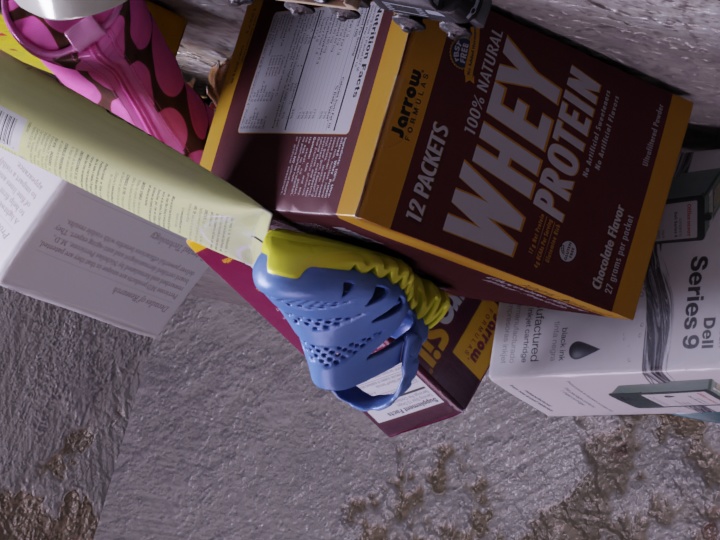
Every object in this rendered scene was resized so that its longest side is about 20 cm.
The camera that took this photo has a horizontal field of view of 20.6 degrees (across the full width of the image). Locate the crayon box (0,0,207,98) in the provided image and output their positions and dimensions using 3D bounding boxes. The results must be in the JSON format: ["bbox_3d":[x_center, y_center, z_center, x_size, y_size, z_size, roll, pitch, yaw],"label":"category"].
[{"bbox_3d":[-0.206,-0.167,1.303,0.200,0.051,0.127,22,172,-38],"label":"crayon box"}]

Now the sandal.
[{"bbox_3d":[-0.006,0.031,1.153,0.079,0.087,0.200,16,173,27],"label":"sandal"}]

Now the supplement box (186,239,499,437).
[{"bbox_3d":[0.000,0.000,1.305,0.200,0.110,0.086,44,144,-18],"label":"supplement box"}]

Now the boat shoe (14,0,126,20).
[{"bbox_3d":[-0.192,-0.186,1.057,0.072,0.061,0.201,-33,-143,-31],"label":"boat shoe"}]

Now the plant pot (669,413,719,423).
[{"bbox_3d":[0.243,0.035,1.419,0.200,0.135,0.200,11,-177,-1],"label":"plant pot"}]

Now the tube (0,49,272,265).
[{"bbox_3d":[-0.141,-0.063,1.134,0.200,0.052,0.058,28,-163,5],"label":"tube"}]

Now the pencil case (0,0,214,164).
[{"bbox_3d":[-0.144,-0.115,1.203,0.091,0.094,0.200,-21,149,7],"label":"pencil case"}]

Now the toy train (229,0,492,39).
[{"bbox_3d":[-0.027,-0.153,1.033,0.200,0.034,0.046,13,170,28],"label":"toy train"}]

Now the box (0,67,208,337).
[{"bbox_3d":[-0.237,-0.072,1.562,0.199,0.131,0.200,43,-169,34],"label":"box"}]

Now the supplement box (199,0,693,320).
[{"bbox_3d":[0.044,-0.068,1.156,0.197,0.133,0.200,20,174,-30],"label":"supplement box"}]

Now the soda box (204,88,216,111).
[{"bbox_3d":[-0.063,-0.084,1.606,0.063,0.071,0.200,14,174,27],"label":"soda box"}]

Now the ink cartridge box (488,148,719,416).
[{"bbox_3d":[0.191,0.007,1.209,0.200,0.146,0.084,-6,155,36],"label":"ink cartridge box"}]

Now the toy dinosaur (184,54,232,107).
[{"bbox_3d":[-0.091,-0.085,1.373,0.060,0.106,0.200,-24,166,-48],"label":"toy dinosaur"}]
